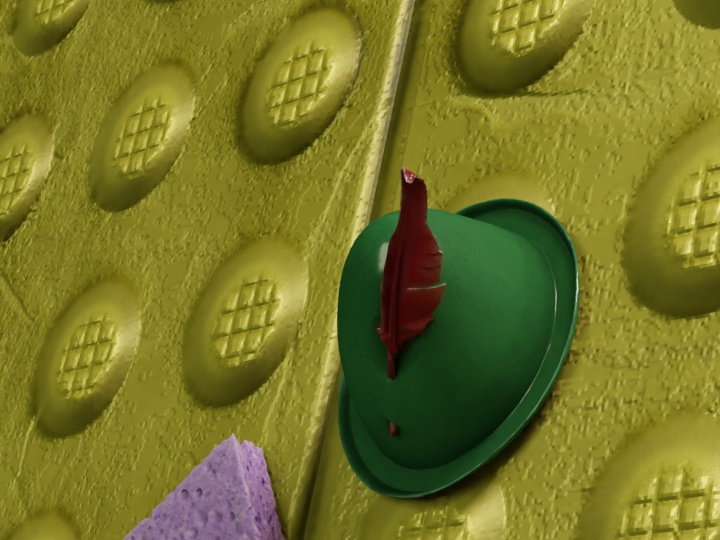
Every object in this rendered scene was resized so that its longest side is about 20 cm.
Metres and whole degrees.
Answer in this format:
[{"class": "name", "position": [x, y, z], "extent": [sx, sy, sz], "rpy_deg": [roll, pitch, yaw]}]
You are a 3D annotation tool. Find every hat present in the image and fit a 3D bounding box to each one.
[{"class": "hat", "position": [0.000, 0.000, 1.189], "extent": [0.200, 0.176, 0.166], "rpy_deg": [-42, 40, 24]}]

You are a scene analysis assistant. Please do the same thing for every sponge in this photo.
[{"class": "sponge", "position": [-0.116, 0.197, 1.327], "extent": [0.200, 0.030, 0.112], "rpy_deg": [-45, 39, 20]}]
